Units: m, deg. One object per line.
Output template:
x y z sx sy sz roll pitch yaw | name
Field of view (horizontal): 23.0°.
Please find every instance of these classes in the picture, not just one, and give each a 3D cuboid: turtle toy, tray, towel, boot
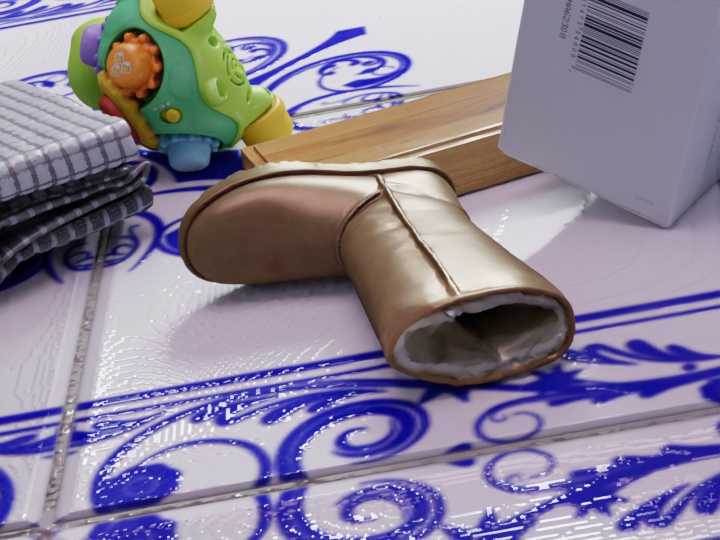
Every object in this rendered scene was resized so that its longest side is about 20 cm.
-0.140 -0.138 1.226 0.101 0.146 0.200 -39 30 -10 | turtle toy
0.032 -0.076 1.121 0.198 0.037 0.099 -16 25 -14 | tray
-0.242 -0.052 1.126 0.164 0.087 0.199 -24 26 -30 | towel
0.000 0.000 0.937 0.173 0.067 0.200 -15 26 -8 | boot

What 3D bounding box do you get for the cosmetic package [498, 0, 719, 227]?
0.194 -0.168 1.028 0.122 0.201 0.200 26 40 24 | cosmetic package
